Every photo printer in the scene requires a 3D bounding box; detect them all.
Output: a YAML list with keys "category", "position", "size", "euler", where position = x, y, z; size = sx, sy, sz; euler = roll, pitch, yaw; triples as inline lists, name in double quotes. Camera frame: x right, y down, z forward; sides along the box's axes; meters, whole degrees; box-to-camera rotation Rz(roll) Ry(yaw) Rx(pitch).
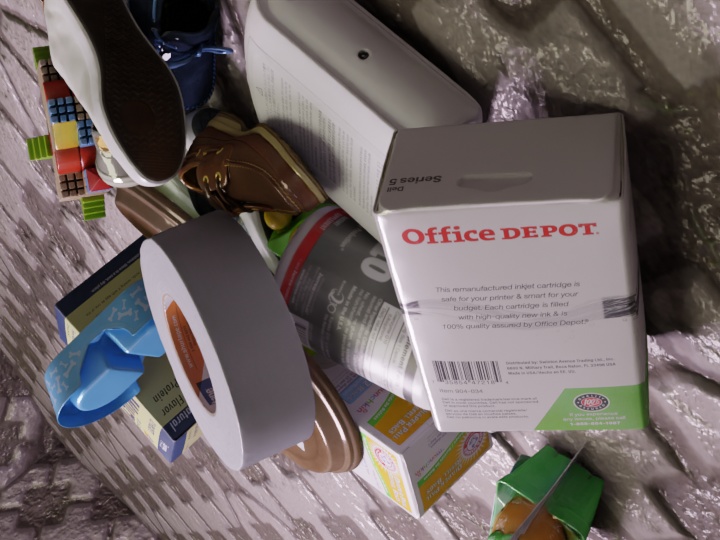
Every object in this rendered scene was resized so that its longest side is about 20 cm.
- category: "photo printer"
  position: [-0.006, -0.114, 0.849]
  size: [0.200, 0.069, 0.167]
  euler: [42, 158, 21]

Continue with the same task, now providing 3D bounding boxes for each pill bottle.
- category: "pill bottle"
  position: [0.037, 0.038, 0.917]
  size: [0.199, 0.114, 0.114]
  euler: [26, 150, 20]

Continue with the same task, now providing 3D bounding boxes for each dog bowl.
- category: "dog bowl"
  position: [-0.238, 0.077, 1.179]
  size: [0.050, 0.200, 0.111]
  euler: [50, -169, 19]

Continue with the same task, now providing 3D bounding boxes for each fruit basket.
- category: "fruit basket"
  position: [0.123, 0.253, 1.003]
  size: [0.094, 0.200, 0.186]
  euler: [37, 155, 25]

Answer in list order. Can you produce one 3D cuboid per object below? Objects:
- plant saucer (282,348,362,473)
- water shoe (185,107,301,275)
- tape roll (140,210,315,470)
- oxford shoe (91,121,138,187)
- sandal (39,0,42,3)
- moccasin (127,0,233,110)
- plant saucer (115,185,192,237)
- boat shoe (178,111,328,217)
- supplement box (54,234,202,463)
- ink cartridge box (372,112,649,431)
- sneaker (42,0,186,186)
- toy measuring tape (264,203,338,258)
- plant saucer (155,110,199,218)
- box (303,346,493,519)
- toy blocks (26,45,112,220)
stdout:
- category: "plant saucer"
  position: [-0.077, 0.116, 1.097]
  size: [0.200, 0.029, 0.201]
  euler: [38, 152, 24]
- category: "water shoe"
  position: [-0.108, -0.062, 1.096]
  size: [0.079, 0.071, 0.201]
  euler: [-18, 110, 47]
- category: "tape roll"
  position: [-0.110, 0.056, 0.942]
  size: [0.201, 0.066, 0.201]
  euler: [51, 153, 38]
- category: "oxford shoe"
  position: [-0.204, -0.158, 1.057]
  size: [0.201, 0.074, 0.058]
  euler: [-91, -3, -46]
- category: "sandal"
  position: [-0.287, -0.273, 1.148]
  size: [0.200, 0.054, 0.080]
  euler: [52, 157, -4]
- category: "moccasin"
  position: [-0.154, -0.208, 0.968]
  size: [0.068, 0.080, 0.201]
  euler: [38, 155, 32]
- category: "plant saucer"
  position: [-0.167, -0.021, 1.148]
  size: [0.200, 0.030, 0.200]
  euler: [37, 170, 8]
- category: "boat shoe"
  position: [-0.087, -0.070, 0.903]
  size: [0.072, 0.068, 0.200]
  euler: [51, 169, -27]
- category: "supplement box"
  position: [-0.206, 0.070, 1.333]
  size: [0.200, 0.200, 0.134]
  euler: [46, 159, 6]
- category: "ink cartridge box"
  position: [0.102, 0.007, 0.736]
  size: [0.144, 0.084, 0.201]
  euler: [-2, 133, 16]
- category: "sneaker"
  position: [-0.204, -0.157, 0.963]
  size: [0.085, 0.072, 0.201]
  euler: [-29, 82, 58]
- category: "toy measuring tape"
  position: [0.000, 0.000, 1.038]
  size: [0.200, 0.074, 0.074]
  euler: [39, 159, -10]
- category: "plant saucer"
  position: [-0.186, -0.116, 1.207]
  size: [0.200, 0.050, 0.201]
  euler: [41, 156, 23]
- category: "box"
  position: [0.016, 0.124, 1.115]
  size: [0.199, 0.112, 0.102]
  euler: [31, 150, 38]
- category: "toy blocks"
  position: [-0.312, -0.157, 1.272]
  size: [0.137, 0.099, 0.202]
  euler: [180, 81, -73]
